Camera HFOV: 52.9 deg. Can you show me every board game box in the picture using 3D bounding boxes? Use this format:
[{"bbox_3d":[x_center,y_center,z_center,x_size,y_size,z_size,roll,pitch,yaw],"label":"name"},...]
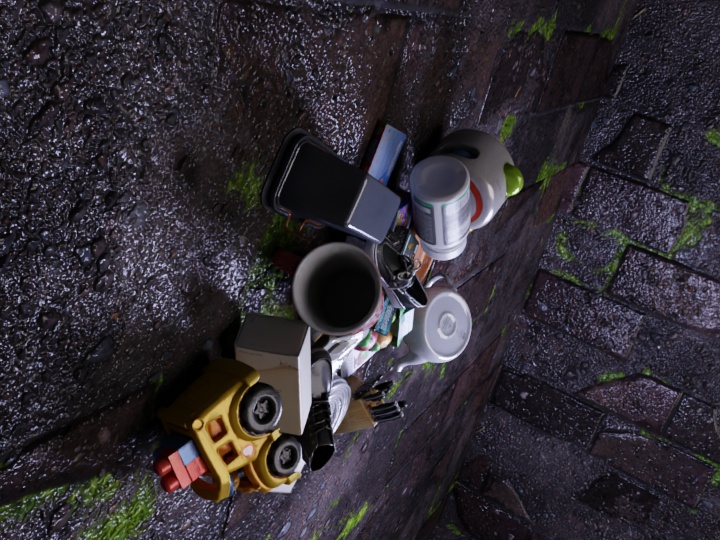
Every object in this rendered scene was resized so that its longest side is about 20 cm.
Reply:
[{"bbox_3d":[0.061,0.023,1.390,0.135,0.028,0.201,40,68,-74],"label":"board game box"},{"bbox_3d":[0.047,-0.048,1.415,0.134,0.045,0.201,-42,150,-63],"label":"board game box"},{"bbox_3d":[0.022,-0.162,1.297,0.103,0.019,0.201,5,109,-66],"label":"board game box"}]

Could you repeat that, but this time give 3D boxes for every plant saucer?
[{"bbox_3d":[0.118,-0.031,1.633,0.200,0.037,0.201,-50,154,-35],"label":"plant saucer"}]

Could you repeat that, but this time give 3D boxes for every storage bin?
[{"bbox_3d":[-0.036,-0.103,1.078,0.146,0.134,0.200,-65,157,2],"label":"storage bin"}]

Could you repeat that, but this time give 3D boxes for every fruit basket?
[{"bbox_3d":[0.031,0.129,1.533,0.200,0.093,0.186,-44,150,-36],"label":"fruit basket"}]

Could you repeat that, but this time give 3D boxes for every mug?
[{"bbox_3d":[-0.034,0.021,1.138,0.133,0.178,0.200,-34,169,1],"label":"mug"}]

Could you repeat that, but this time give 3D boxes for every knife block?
[{"bbox_3d":[0.014,0.308,1.572,0.064,0.175,0.201,-37,145,-47],"label":"knife block"}]

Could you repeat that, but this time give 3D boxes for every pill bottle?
[{"bbox_3d":[0.156,-0.115,1.392,0.113,0.113,0.201,-54,154,-25],"label":"pill bottle"}]

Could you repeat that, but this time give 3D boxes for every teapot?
[{"bbox_3d":[0.167,0.127,1.782,0.199,0.146,0.199,-21,101,-35],"label":"teapot"}]

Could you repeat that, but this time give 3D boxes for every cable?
[{"bbox_3d":[-0.098,0.294,1.443,0.201,0.069,0.200,-65,158,1],"label":"cable"}]

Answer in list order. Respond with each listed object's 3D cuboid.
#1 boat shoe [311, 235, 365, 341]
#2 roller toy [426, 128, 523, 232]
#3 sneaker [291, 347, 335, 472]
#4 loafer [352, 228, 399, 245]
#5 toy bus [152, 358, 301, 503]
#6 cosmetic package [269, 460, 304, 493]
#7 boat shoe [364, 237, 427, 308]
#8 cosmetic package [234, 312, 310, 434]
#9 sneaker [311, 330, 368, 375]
[{"bbox_3d":[-0.050,0.030,1.280,0.201,0.069,0.071,-59,180,8],"label":"boat shoe"},{"bbox_3d":[0.213,-0.183,1.495,0.140,0.182,0.200,-50,-173,-35],"label":"roller toy"},{"bbox_3d":[-0.071,0.243,1.261,0.074,0.106,0.201,1,110,-32],"label":"sneaker"},{"bbox_3d":[0.000,0.000,1.328,0.073,0.072,0.201,-22,144,-57],"label":"loafer"},{"bbox_3d":[-0.200,0.255,1.023,0.192,0.135,0.201,-39,117,-38],"label":"toy bus"},{"bbox_3d":[-0.181,0.326,1.246,0.073,0.103,0.200,-62,159,-8],"label":"cosmetic package"},{"bbox_3d":[0.067,0.005,1.261,0.074,0.068,0.200,-64,145,-32],"label":"boat shoe"},{"bbox_3d":[-0.134,0.166,1.141,0.073,0.103,0.201,-75,170,-45],"label":"cosmetic package"},{"bbox_3d":[-0.058,0.164,1.371,0.200,0.075,0.116,-23,124,-46],"label":"sneaker"}]
